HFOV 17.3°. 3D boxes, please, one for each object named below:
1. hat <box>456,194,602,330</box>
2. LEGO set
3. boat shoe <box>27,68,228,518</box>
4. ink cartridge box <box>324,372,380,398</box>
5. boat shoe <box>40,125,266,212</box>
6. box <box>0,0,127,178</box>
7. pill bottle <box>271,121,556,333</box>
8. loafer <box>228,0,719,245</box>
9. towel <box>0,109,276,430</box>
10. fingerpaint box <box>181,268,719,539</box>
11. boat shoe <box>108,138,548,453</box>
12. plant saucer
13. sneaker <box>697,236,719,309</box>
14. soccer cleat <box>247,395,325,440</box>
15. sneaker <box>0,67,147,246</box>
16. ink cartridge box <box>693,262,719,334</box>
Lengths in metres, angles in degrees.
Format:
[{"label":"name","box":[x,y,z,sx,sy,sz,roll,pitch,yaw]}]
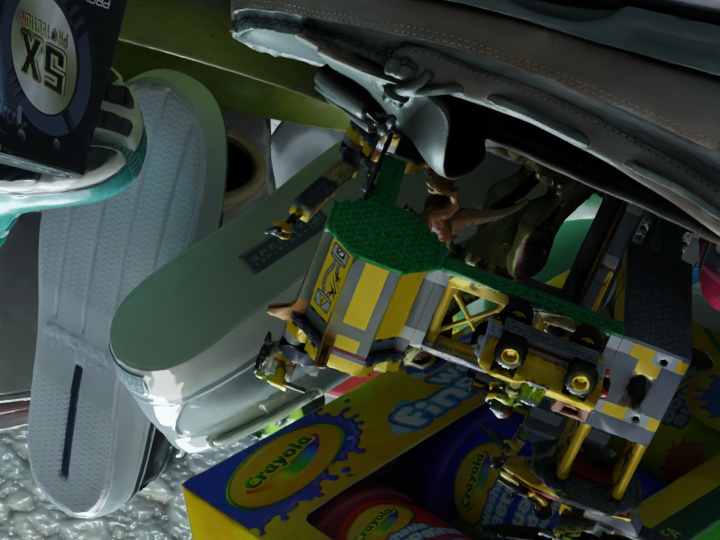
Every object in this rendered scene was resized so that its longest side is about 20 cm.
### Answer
[{"label":"hat","box":[0.163,0.002,1.144,0.165,0.176,0.200,-31,103,37]},{"label":"LEGO set","box":[0.038,0.019,0.771,0.153,0.116,0.200,16,-149,-10]},{"label":"boat shoe","box":[-0.086,0.005,0.951,0.072,0.201,0.071,32,-147,23]},{"label":"ink cartridge box","box":[0.051,0.009,1.292,0.199,0.145,0.084,16,179,-35]},{"label":"boat shoe","box":[-0.137,-0.060,0.993,0.199,0.072,0.064,6,176,-24]},{"label":"box","box":[-0.205,-0.100,0.802,0.200,0.087,0.163,13,179,43]},{"label":"pill bottle","box":[0.050,-0.010,1.167,0.199,0.113,0.112,16,178,-34]},{"label":"loafer","box":[0.041,-0.050,0.696,0.199,0.063,0.072,14,178,29]},{"label":"towel","box":[-0.130,-0.010,1.082,0.190,0.200,0.032,-7,134,1]},{"label":"fingerpaint box","box":[0.065,0.090,0.853,0.200,0.074,0.167,-27,-147,-29]},{"label":"boat shoe","box":[0.000,0.001,0.902,0.070,0.200,0.072,50,167,44]},{"label":"plant saucer","box":[-0.086,-0.095,0.943,0.199,0.031,0.200,14,178,0]},{"label":"sneaker","box":[0.164,-0.011,0.777,0.080,0.075,0.200,13,179,39]},{"label":"soccer cleat","box":[-0.045,-0.001,1.198,0.081,0.201,0.067,-15,171,-32]},{"label":"sneaker","box":[-0.159,-0.037,0.913,0.199,0.078,0.080,-6,136,33]},{"label":"ink cartridge box","box":[0.223,0.067,0.936,0.147,0.145,0.200,-15,-163,-35]}]
